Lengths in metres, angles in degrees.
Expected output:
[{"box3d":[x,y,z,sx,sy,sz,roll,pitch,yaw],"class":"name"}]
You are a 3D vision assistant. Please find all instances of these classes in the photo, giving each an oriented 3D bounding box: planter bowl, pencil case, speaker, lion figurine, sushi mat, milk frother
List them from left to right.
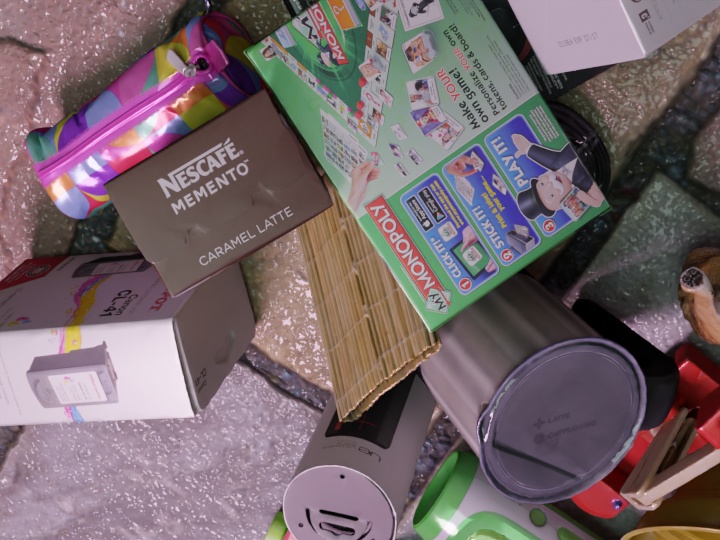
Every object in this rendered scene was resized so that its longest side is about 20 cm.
[{"box3d":[-0.159,-0.115,0.817,0.199,0.089,0.089,-30,103,25],"class":"pencil case"},{"box3d":[0.000,0.000,0.780,0.012,0.201,0.096,24,127,-38],"class":"sushi mat"},{"box3d":[0.007,0.123,0.808,0.080,0.200,0.082,6,116,12],"class":"speaker"},{"box3d":[0.119,0.011,0.736,0.179,0.188,0.202,-14,118,-16],"class":"milk frother"},{"box3d":[0.143,0.229,0.884,0.199,0.089,0.089,33,117,-1],"class":"speaker"},{"box3d":[0.296,0.187,0.803,0.198,0.084,0.201,15,155,7],"class":"planter bowl"},{"box3d":[0.272,0.047,0.705,0.072,0.201,0.123,-37,143,5],"class":"lion figurine"}]

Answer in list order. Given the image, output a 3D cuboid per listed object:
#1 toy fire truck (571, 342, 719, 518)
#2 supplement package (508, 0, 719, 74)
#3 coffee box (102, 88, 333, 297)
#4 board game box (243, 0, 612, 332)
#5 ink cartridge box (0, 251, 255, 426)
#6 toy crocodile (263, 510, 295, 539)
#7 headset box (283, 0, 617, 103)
[{"box3d":[0.217,0.124,0.781,0.049,0.141,0.200,38,120,-4],"class":"toy fire truck"},{"box3d":[0.180,-0.212,0.617,0.199,0.114,0.110,-34,104,-14],"class":"supplement package"},{"box3d":[-0.085,-0.054,0.726,0.114,0.200,0.080,-31,97,0],"class":"coffee box"},{"box3d":[0.041,-0.084,0.658,0.134,0.029,0.201,-33,97,3],"class":"board game box"},{"box3d":[-0.201,0.048,0.862,0.198,0.148,0.087,-6,113,16],"class":"ink cartridge box"},{"box3d":[-0.039,0.215,0.938,0.067,0.062,0.201,27,116,2],"class":"toy crocodile"},{"box3d":[0.067,-0.164,0.703,0.199,0.075,0.150,-29,97,1],"class":"headset box"}]
